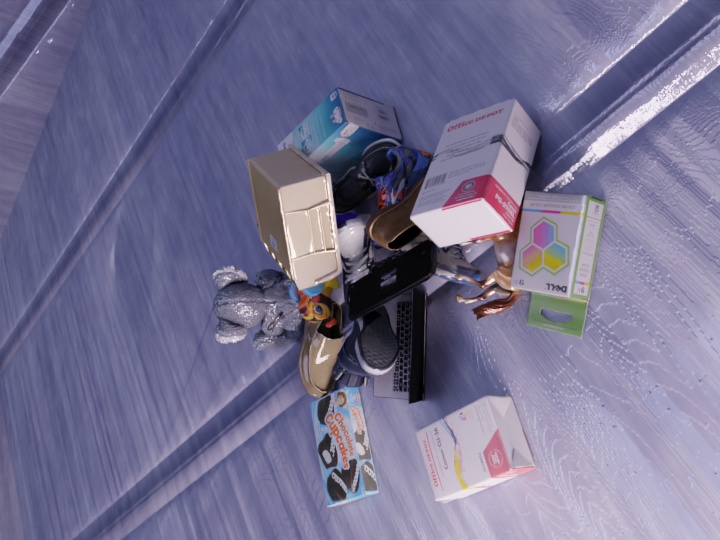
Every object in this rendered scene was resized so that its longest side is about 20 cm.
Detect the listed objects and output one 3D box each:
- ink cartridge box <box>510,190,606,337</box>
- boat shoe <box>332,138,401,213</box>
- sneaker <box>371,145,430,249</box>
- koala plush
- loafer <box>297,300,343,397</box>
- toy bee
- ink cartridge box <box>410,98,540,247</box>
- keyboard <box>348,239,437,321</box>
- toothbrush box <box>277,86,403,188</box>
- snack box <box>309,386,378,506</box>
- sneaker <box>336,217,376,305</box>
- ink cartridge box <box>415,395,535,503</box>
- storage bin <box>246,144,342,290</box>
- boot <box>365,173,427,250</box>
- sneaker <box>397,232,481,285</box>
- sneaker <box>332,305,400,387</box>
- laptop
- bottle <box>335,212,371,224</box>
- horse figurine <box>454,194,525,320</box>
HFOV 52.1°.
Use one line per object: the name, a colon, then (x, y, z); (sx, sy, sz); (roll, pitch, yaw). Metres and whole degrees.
ink cartridge box: (0.283, -0.012, 1.075); (0.104, 0.059, 0.201); (11, 93, 48)
boat shoe: (0.010, -0.172, 1.394); (0.200, 0.075, 0.060); (-44, 16, 46)
sneaker: (0.054, -0.132, 1.305); (0.075, 0.078, 0.201); (-22, 47, 66)
koala plush: (-0.212, 0.070, 1.510); (0.183, 0.199, 0.178); (-11, 75, 52)
loafer: (-0.075, 0.147, 1.444); (0.067, 0.076, 0.201); (-15, 73, 53)
toy bee: (-0.086, 0.055, 1.401); (0.200, 0.109, 0.131); (-57, 17, -10)
ink cartridge box: (0.179, -0.149, 1.138); (0.144, 0.084, 0.201); (-12, 47, 46)
keyboard: (0.059, 0.013, 1.223); (0.200, 0.040, 0.105); (-29, 43, 38)
toothbrush box: (-0.042, -0.243, 1.419); (0.200, 0.146, 0.086); (-37, 57, 40)
snack box: (-0.034, 0.333, 1.396); (0.116, 0.037, 0.201); (-32, 60, 41)
sneaker: (0.000, 0.000, 1.326); (0.199, 0.079, 0.130); (100, 154, -62)
ink cartridge box: (0.162, 0.287, 1.157); (0.200, 0.067, 0.117); (-38, 57, 38)
storage bin: (-0.119, -0.097, 1.319); (0.200, 0.093, 0.199); (-136, 34, -56)
boot: (0.108, -0.101, 1.226); (0.200, 0.074, 0.075); (-37, 39, -8)
sneaker: (0.132, -0.040, 1.243); (0.200, 0.077, 0.086); (33, 104, 46)
sneaker: (0.006, 0.158, 1.253); (0.203, 0.077, 0.147); (-91, 21, -65)
laptop: (0.056, 0.128, 1.269); (0.199, 0.116, 0.188); (-5, 79, 48)
bottle: (-0.052, -0.075, 1.449); (0.199, 0.083, 0.066); (-8, 77, 49)
horse figurine: (0.211, -0.018, 1.145); (0.132, 0.050, 0.201); (-3, 74, 14)
